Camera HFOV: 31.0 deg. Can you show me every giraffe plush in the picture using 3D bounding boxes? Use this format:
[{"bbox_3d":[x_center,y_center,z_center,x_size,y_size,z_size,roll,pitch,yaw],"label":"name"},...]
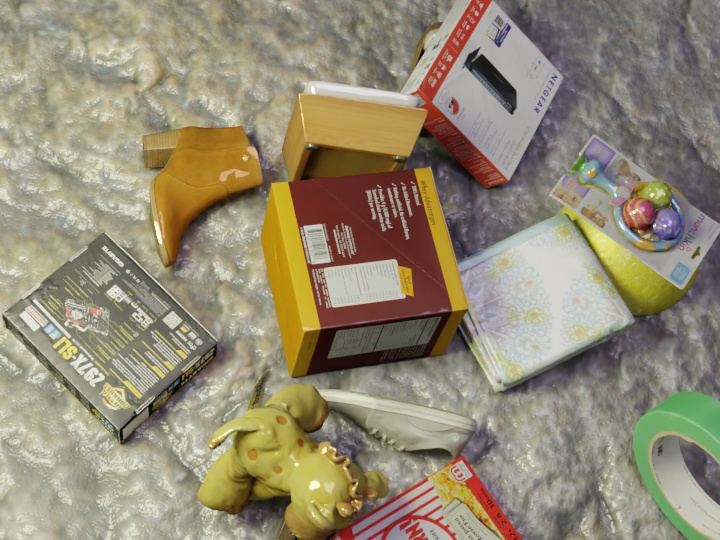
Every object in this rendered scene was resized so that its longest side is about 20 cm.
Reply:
[{"bbox_3d":[-0.060,0.217,1.389,0.162,0.200,0.172,39,60,19],"label":"giraffe plush"}]

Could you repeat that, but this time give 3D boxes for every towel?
[{"bbox_3d":[0.213,0.038,1.613,0.199,0.048,0.172,-25,71,-8],"label":"towel"}]

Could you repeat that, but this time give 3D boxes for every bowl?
[{"bbox_3d":[0.362,-0.054,1.676,0.199,0.108,0.201,5,63,-9],"label":"bowl"}]

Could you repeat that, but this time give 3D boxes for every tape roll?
[{"bbox_3d":[0.399,0.236,1.479,0.048,0.201,0.201,-31,72,-23],"label":"tape roll"}]

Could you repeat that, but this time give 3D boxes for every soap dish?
[{"bbox_3d":[-0.013,-0.157,1.609,0.157,0.200,0.082,7,75,-7],"label":"soap dish"}]

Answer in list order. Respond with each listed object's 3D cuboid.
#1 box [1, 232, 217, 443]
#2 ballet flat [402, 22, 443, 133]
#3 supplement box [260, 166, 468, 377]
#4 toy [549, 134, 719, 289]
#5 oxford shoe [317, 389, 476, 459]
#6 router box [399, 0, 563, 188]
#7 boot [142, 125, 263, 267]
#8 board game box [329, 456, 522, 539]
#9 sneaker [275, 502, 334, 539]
[{"bbox_3d":[-0.290,0.075,1.513,0.200,0.049,0.160,42,66,11],"label":"box"},{"bbox_3d":[0.098,-0.276,1.758,0.068,0.072,0.201,23,61,3],"label":"ballet flat"},{"bbox_3d":[0.000,0.000,1.561,0.199,0.133,0.198,-7,64,-15],"label":"supplement box"},{"bbox_3d":[0.346,-0.082,1.598,0.200,0.047,0.115,35,64,9],"label":"toy"},{"bbox_3d":[0.036,0.178,1.517,0.199,0.075,0.058,14,89,-3],"label":"oxford shoe"},{"bbox_3d":[0.163,-0.243,1.723,0.179,0.049,0.200,42,59,-21],"label":"router box"},{"bbox_3d":[-0.191,-0.099,1.609,0.143,0.071,0.202,-5,59,-10],"label":"boot"},{"bbox_3d":[0.080,0.317,1.437,0.200,0.046,0.152,-25,71,-36],"label":"board game box"},{"bbox_3d":[-0.062,0.335,1.407,0.070,0.076,0.201,11,62,-5],"label":"sneaker"}]
